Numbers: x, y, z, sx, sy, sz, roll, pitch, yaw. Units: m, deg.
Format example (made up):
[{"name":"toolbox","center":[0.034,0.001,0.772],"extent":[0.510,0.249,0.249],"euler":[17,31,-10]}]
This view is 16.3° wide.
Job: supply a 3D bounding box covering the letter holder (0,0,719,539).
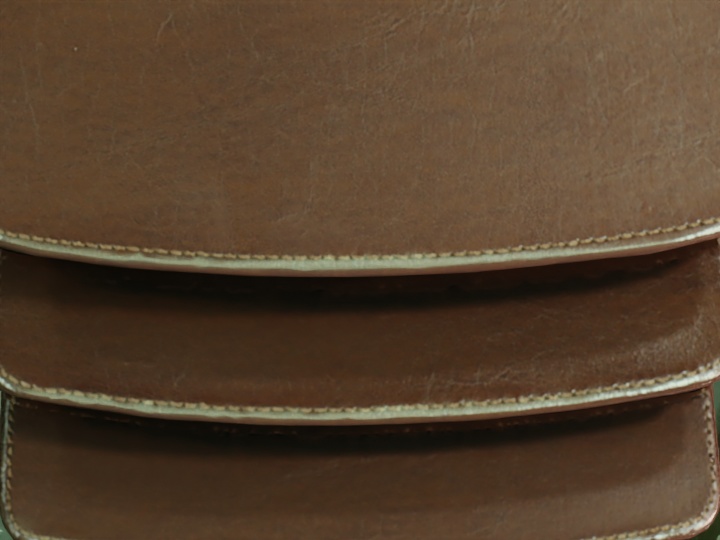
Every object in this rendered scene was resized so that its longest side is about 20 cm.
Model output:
[{"name":"letter holder","center":[0.000,0.000,0.662],"extent":[0.198,0.101,0.143],"euler":[-1,70,-2]}]
